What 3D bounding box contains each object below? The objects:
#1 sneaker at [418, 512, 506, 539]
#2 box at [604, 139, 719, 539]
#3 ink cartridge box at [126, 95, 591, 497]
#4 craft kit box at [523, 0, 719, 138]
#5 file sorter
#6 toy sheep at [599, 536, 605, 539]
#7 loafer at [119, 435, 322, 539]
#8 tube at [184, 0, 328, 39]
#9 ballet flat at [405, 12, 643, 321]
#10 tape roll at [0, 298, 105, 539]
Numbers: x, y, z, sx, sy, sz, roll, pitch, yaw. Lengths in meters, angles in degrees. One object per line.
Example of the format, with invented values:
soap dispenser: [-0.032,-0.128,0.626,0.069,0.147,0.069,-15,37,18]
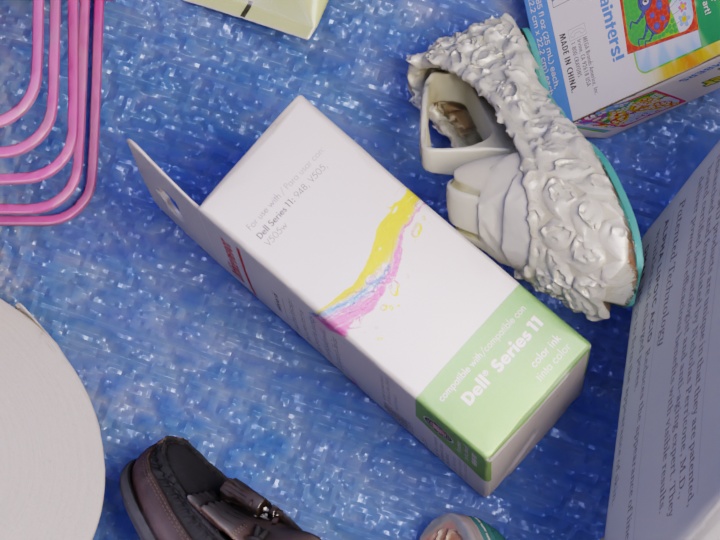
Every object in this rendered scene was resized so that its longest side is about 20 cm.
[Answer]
sneaker: [0.075,0.195,1.097,0.080,0.071,0.200,7,55,-37]
box: [0.208,0.061,0.986,0.199,0.131,0.200,21,51,-11]
ink cartridge box: [0.000,0.000,1.115,0.200,0.117,0.067,41,82,10]
craft kit box: [0.145,-0.182,1.131,0.049,0.198,0.200,2,72,-43]
file sorter: [-0.183,-0.095,1.103,0.139,0.200,0.125,1,79,2]
toy sheep: [0.163,0.145,1.069,0.138,0.138,0.200,-4,89,1]
loafer: [-0.020,0.138,1.092,0.063,0.072,0.200,-49,68,22]
tube: [-0.008,-0.199,1.201,0.052,0.058,0.200,29,79,-13]
ballet flat: [0.060,-0.040,1.105,0.072,0.072,0.200,-17,34,-3]
tape roll: [-0.206,0.083,1.098,0.203,0.037,0.203,9,52,-12]
